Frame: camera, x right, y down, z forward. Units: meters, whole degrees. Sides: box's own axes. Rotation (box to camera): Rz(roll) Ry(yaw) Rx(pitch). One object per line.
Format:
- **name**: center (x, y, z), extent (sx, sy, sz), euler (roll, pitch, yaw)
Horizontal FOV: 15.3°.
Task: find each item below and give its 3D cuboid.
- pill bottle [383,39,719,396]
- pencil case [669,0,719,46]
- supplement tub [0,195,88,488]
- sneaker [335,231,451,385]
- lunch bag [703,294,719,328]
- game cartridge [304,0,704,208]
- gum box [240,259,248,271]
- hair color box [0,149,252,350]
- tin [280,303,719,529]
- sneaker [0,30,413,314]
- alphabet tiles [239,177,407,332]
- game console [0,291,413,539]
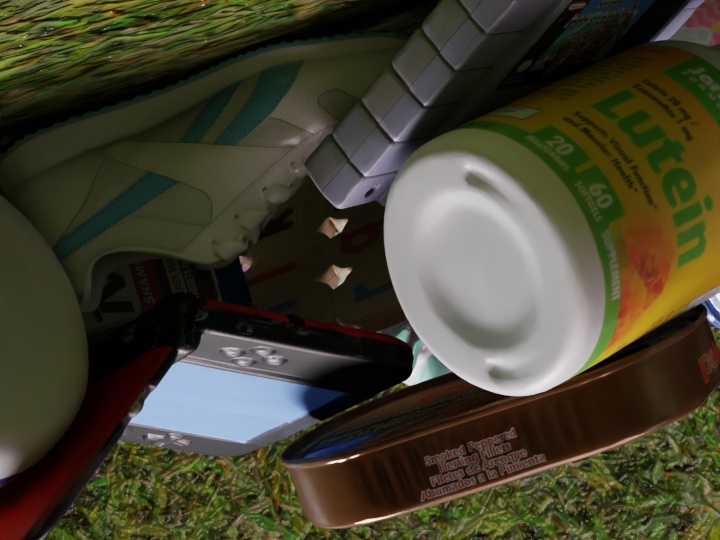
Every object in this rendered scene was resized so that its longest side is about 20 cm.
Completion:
- **pill bottle**: center (0.114, -0.033, 1.128), extent (0.200, 0.112, 0.111), euler (-26, -175, -40)
- **pencil case**: center (0.128, -0.074, 1.345), extent (0.199, 0.091, 0.083), euler (-30, -169, -13)
- **supplement tub**: center (-0.225, 0.058, 1.124), extent (0.200, 0.146, 0.145), euler (-36, 167, 37)
- **sneaker**: center (0.000, 0.000, 1.389), extent (0.078, 0.140, 0.200), euler (-51, 147, 0)
- **lunch bag**: center (0.233, -0.060, 1.580), extent (0.075, 0.201, 0.160), euler (-23, 175, 37)
- **game cartridge**: center (0.072, -0.087, 1.150), extent (0.130, 0.038, 0.200), euler (-44, 165, 30)
- **gum box**: center (-0.064, 0.008, 1.538), extent (0.066, 0.114, 0.200), euler (16, -159, 24)
- **hair color box**: center (-0.161, -0.001, 1.236), extent (0.199, 0.101, 0.061), euler (-18, 176, 11)
- **tin**: center (0.062, 0.063, 1.159), extent (0.199, 0.042, 0.112), euler (-19, -169, 20)
- **sneaker**: center (-0.055, -0.047, 1.157), extent (0.199, 0.081, 0.077), euler (-21, 177, 4)
- **alphabet tiles**: center (-0.013, -0.028, 1.287), extent (0.195, 0.015, 0.200), euler (-22, -146, 12)
- **game console**: center (-0.093, 0.092, 1.171), extent (0.171, 0.119, 0.200), euler (12, 161, -25)
